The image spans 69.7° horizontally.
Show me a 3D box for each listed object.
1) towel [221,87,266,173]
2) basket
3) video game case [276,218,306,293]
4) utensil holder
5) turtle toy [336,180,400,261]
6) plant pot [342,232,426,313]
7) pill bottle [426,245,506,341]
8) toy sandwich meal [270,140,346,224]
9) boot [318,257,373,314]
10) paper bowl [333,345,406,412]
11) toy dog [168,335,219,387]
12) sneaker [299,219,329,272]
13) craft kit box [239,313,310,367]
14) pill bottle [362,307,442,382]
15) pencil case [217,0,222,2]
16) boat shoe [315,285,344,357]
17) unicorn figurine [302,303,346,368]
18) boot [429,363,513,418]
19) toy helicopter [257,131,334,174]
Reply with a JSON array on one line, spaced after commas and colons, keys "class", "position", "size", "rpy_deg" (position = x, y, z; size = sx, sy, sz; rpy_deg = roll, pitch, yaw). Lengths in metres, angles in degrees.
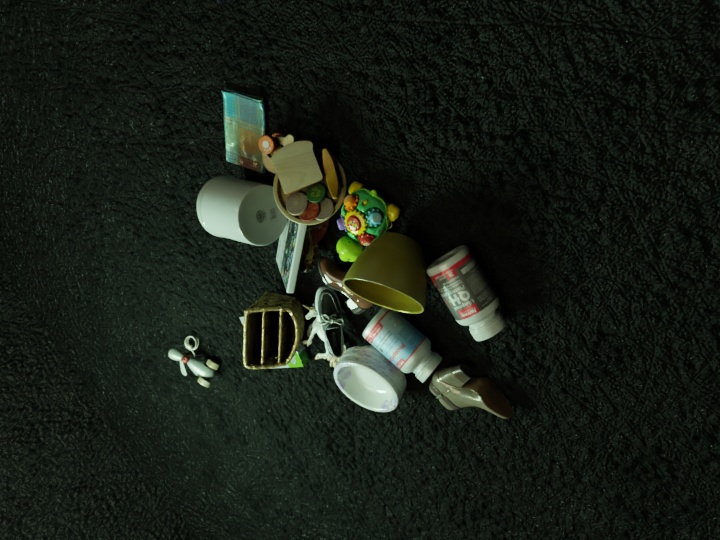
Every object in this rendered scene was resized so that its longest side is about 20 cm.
[{"class": "towel", "position": [-0.313, -0.374, 1.392], "size": [0.146, 0.022, 0.202], "rpy_deg": [22, 125, 25]}, {"class": "basket", "position": [-0.250, 0.186, 1.511], "size": [0.141, 0.149, 0.202], "rpy_deg": [12, 111, 11]}, {"class": "video game case", "position": [-0.186, -0.073, 1.373], "size": [0.182, 0.023, 0.202], "rpy_deg": [-120, 40, -55]}, {"class": "utensil holder", "position": [-0.316, -0.159, 1.381], "size": [0.199, 0.169, 0.172], "rpy_deg": [17, 123, 43]}, {"class": "turtle toy", "position": [0.000, -0.110, 1.260], "size": [0.145, 0.101, 0.201], "rpy_deg": [33, 128, 16]}, {"class": "plant pot", "position": [0.075, -0.003, 1.206], "size": [0.198, 0.143, 0.200], "rpy_deg": [20, 165, 6]}, {"class": "pill bottle", "position": [0.244, 0.054, 1.171], "size": [0.110, 0.111, 0.201], "rpy_deg": [-29, 95, 41]}, {"class": "toy sandwich meal", "position": [-0.128, -0.211, 1.230], "size": [0.203, 0.070, 0.208], "rpy_deg": [-1, 87, 10]}, {"class": "boot", "position": [0.000, 0.000, 1.343], "size": [0.189, 0.068, 0.200], "rpy_deg": [53, 129, 5]}, {"class": "paper bowl", "position": [0.034, 0.288, 1.428], "size": [0.199, 0.105, 0.202], "rpy_deg": [20, 137, 20]}, {"class": "toy dog", "position": [-0.613, 0.350, 1.937], "size": [0.200, 0.132, 0.096], "rpy_deg": [49, 169, 9]}, {"class": "sneaker", "position": [-0.144, -0.100, 1.379], "size": [0.082, 0.077, 0.202], "rpy_deg": [46, 123, 51]}, {"class": "craft kit box", "position": [-0.278, 0.219, 1.666], "size": [0.199, 0.048, 0.199], "rpy_deg": [-11, 109, 38]}, {"class": "pill bottle", "position": [0.110, 0.192, 1.338], "size": [0.200, 0.109, 0.109], "rpy_deg": [40, 130, 11]}, {"class": "pencil case", "position": [-0.339, -0.733, 1.183], "size": [0.087, 0.087, 0.202], "rpy_deg": [-16, 104, 39]}, {"class": "boat shoe", "position": [-0.082, 0.144, 1.440], "size": [0.068, 0.073, 0.202], "rpy_deg": [-163, 68, -76]}, {"class": "unicorn figurine", "position": [-0.115, 0.185, 1.524], "size": [0.199, 0.074, 0.137], "rpy_deg": [39, 121, -7]}, {"class": "boot", "position": [0.274, 0.325, 1.330], "size": [0.200, 0.070, 0.146], "rpy_deg": [45, 137, 8]}, {"class": "toy helicopter", "position": [-0.159, -0.277, 1.306], "size": [0.198, 0.079, 0.134], "rpy_deg": [7, 111, 18]}]
